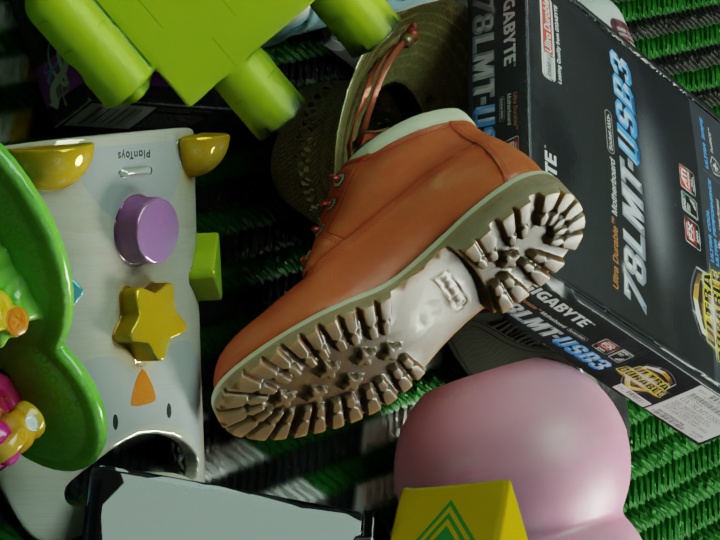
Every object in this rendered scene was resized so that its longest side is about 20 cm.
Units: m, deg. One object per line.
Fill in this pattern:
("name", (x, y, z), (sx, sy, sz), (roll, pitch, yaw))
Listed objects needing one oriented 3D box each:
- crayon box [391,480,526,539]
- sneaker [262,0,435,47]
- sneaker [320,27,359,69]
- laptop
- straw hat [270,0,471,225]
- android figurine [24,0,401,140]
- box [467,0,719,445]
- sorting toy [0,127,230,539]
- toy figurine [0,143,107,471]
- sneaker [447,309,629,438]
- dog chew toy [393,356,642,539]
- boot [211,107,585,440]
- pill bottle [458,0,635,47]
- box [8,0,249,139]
("crayon box", (0.055, 0.228, 1.247), (0.173, 0.058, 0.200), (-73, 153, -52))
("sneaker", (-0.029, -0.140, 1.348), (0.082, 0.199, 0.074), (-77, 153, -52))
("sneaker", (0.001, -0.203, 1.587), (0.082, 0.075, 0.200), (17, 50, -40))
("laptop", (-0.045, 0.209, 1.250), (0.200, 0.116, 0.188), (58, 32, -58))
("straw hat", (0.000, -0.059, 1.458), (0.201, 0.085, 0.202), (-24, 118, -58))
("android figurine", (-0.075, -0.164, 1.282), (0.200, 0.182, 0.041), (51, 0, -17))
("box", (0.134, -0.034, 1.453), (0.198, 0.050, 0.200), (35, 43, -39))
("sorting toy", (-0.122, 0.030, 1.266), (0.200, 0.107, 0.181), (-10, 92, -53))
("toy figurine", (-0.218, 0.050, 1.101), (0.184, 0.150, 0.200), (-44, 115, -38))
("sneaker", (0.097, 0.019, 1.517), (0.106, 0.075, 0.200), (-81, 154, -46))
("dog chew toy", (0.094, 0.149, 1.405), (0.124, 0.124, 0.200), (-10, 80, -53))
("boot", (0.000, 0.000, 1.323), (0.107, 0.200, 0.075), (48, -11, 38))
("pill bottle", (0.119, -0.096, 1.623), (0.109, 0.109, 0.200), (2, 63, -50))
("box", (-0.133, -0.166, 1.430), (0.143, 0.036, 0.200), (-1, 64, -51))
